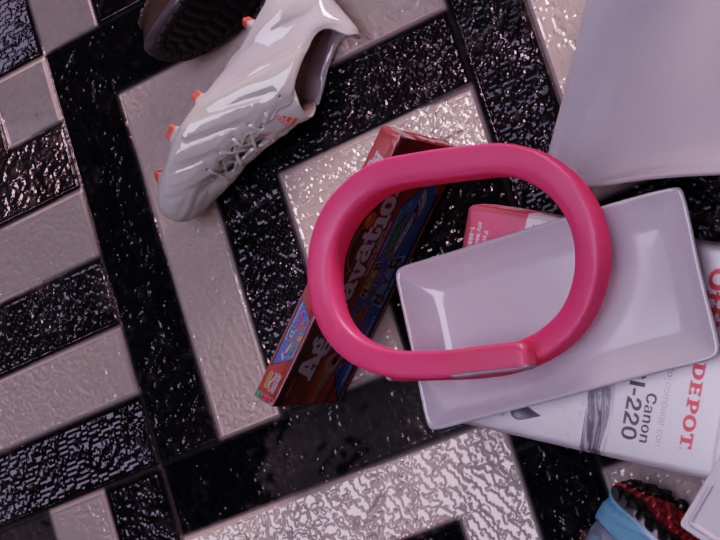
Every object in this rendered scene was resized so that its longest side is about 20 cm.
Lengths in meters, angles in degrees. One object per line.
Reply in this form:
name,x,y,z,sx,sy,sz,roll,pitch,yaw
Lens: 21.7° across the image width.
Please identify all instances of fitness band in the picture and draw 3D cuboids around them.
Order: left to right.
fitness band,0.059,-0.004,1.174,0.198,0.037,0.145,-6,81,27

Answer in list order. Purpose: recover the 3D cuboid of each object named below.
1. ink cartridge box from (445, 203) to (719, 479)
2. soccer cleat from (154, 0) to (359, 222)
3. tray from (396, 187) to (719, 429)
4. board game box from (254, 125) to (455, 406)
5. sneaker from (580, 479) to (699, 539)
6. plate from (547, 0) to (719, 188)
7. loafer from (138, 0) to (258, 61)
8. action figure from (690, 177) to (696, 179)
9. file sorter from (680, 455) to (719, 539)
ink cartridge box,0.161,0.044,1.207,0.199,0.085,0.147,10,93,26
soccer cleat,-0.077,-0.113,1.348,0.077,0.069,0.201,37,101,21
tray,0.121,0.026,1.169,0.199,0.022,0.108,-17,78,26
board game box,0.000,0.000,1.281,0.019,0.103,0.201,31,102,25
sneaker,0.218,0.227,1.186,0.200,0.079,0.096,46,121,28
plate,0.212,-0.141,1.166,0.199,0.032,0.201,-4,65,50
loafer,-0.100,-0.243,1.370,0.071,0.073,0.201,42,102,33
action figure,0.288,-0.075,1.136,0.198,0.102,0.120,6,77,27
file sorter,0.310,0.099,1.104,0.138,0.124,0.201,33,103,23
